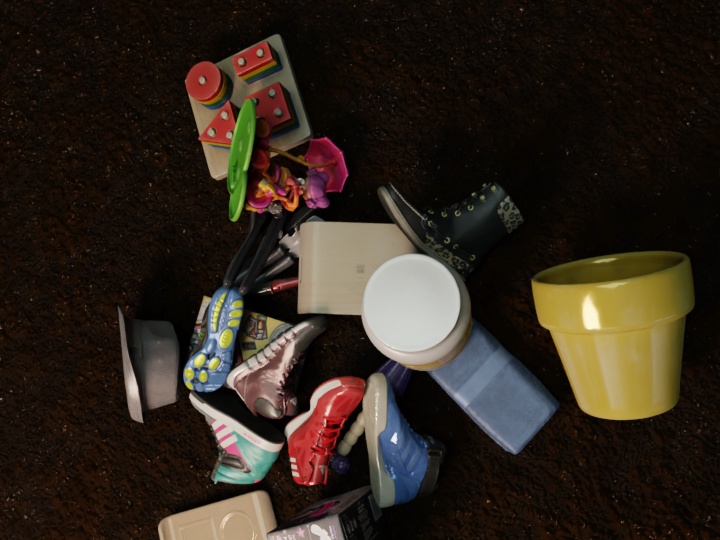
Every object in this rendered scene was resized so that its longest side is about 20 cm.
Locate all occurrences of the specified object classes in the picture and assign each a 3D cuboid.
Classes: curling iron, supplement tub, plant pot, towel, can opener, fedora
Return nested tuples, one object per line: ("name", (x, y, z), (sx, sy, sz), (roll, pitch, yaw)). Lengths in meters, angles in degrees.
("curling iron", (-0.137, 0.036, 1.086), (0.198, 0.026, 0.050), (-6, 86, 5))
("supplement tub", (0.079, 0.058, 0.894), (0.143, 0.200, 0.146), (-2, 78, 10))
("plant pot", (0.345, 0.086, 0.878), (0.199, 0.201, 0.190), (-11, 97, 15))
("towel", (0.190, 0.167, 0.979), (0.112, 0.049, 0.200), (-46, 73, 3))
("can opener", (-0.163, -0.044, 1.055), (0.063, 0.079, 0.201), (14, 53, 0))
("can opener", (-0.137, -0.032, 1.104), (0.200, 0.053, 0.067), (-37, 41, 8))
("fedora", (-0.348, 0.150, 1.101), (0.090, 0.177, 0.201), (-8, 51, -16))

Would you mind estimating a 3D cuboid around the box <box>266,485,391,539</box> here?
("box", (-0.035, 0.401, 0.939), (0.114, 0.200, 0.133), (-20, 78, 12))

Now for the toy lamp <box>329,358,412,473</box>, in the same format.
("toy lamp", (0.014, 0.221, 1.021), (0.058, 0.058, 0.201), (33, 95, 17))

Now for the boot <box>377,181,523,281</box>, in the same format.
("boot", (0.136, -0.090, 0.980), (0.154, 0.074, 0.204), (-42, 111, 5))

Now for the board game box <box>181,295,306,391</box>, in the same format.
("board game box", (-0.191, 0.134, 1.102), (0.199, 0.035, 0.136), (17, 89, 17))

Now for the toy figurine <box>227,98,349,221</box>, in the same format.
("toy figurine", (-0.106, -0.155, 1.040), (0.183, 0.150, 0.201), (10, 63, -22))

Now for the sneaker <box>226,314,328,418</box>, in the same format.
("sneaker", (-0.107, 0.161, 1.026), (0.200, 0.076, 0.116), (-36, 81, 20))

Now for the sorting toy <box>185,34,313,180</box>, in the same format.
("sorting toy", (-0.207, -0.291, 1.137), (0.198, 0.070, 0.201), (-21, 79, 13))

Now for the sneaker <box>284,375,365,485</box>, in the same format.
("sneaker", (-0.045, 0.248, 0.969), (0.200, 0.078, 0.116), (-55, 36, 40))

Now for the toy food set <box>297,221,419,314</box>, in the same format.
("toy food set", (0.000, 0.000, 1.041), (0.198, 0.060, 0.145), (2, 83, -1))

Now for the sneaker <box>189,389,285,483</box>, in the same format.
("sneaker", (-0.219, 0.282, 1.072), (0.199, 0.083, 0.121), (26, 99, 32))

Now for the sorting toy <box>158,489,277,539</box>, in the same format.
("sorting toy", (-0.219, 0.475, 1.075), (0.199, 0.036, 0.186), (-19, 79, 9))

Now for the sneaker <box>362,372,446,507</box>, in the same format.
("sneaker", (0.068, 0.244, 0.970), (0.110, 0.077, 0.202), (-7, 95, -15))

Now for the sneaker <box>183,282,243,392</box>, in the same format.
("sneaker", (-0.231, 0.110, 1.065), (0.070, 0.083, 0.201), (19, 105, -9))
